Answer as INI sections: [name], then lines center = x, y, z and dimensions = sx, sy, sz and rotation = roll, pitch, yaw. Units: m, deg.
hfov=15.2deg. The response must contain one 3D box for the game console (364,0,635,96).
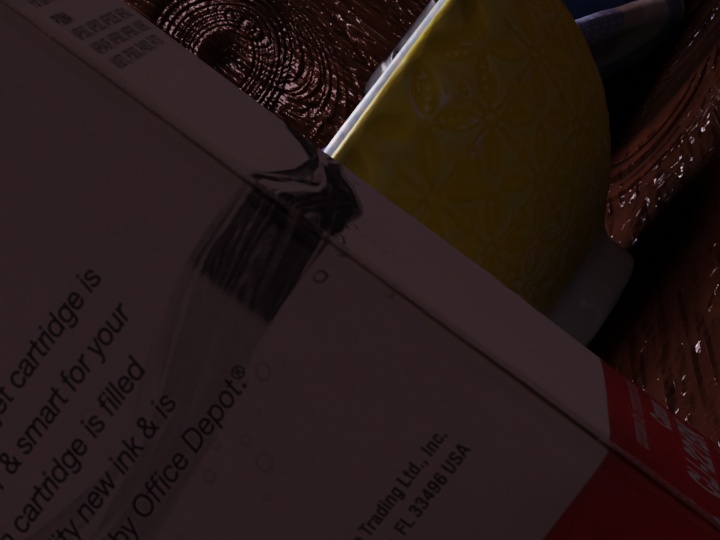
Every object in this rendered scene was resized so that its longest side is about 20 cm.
[game console]
center = 0.088, -0.113, 1.383
dimensions = 0.200, 0.176, 0.116
rotation = -51, 40, 37

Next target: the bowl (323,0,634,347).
[bowl]
center = 0.027, -0.004, 0.921
dimensions = 0.200, 0.108, 0.200
rotation = -53, 4, 5

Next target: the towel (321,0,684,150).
[towel]
center = 0.054, -0.075, 1.276
dimensions = 0.200, 0.024, 0.147
rotation = -23, -9, -47

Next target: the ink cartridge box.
[ink cartridge box]
center = -0.040, 0.047, 0.513
dimensions = 0.144, 0.200, 0.084
rotation = -53, 3, 10
